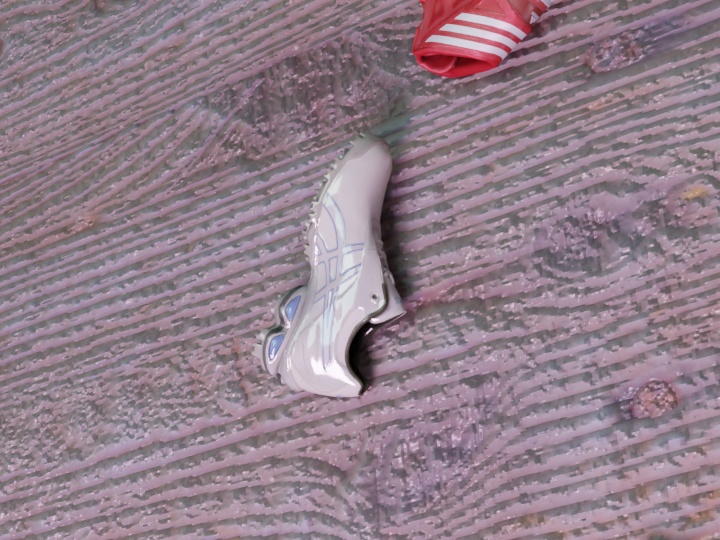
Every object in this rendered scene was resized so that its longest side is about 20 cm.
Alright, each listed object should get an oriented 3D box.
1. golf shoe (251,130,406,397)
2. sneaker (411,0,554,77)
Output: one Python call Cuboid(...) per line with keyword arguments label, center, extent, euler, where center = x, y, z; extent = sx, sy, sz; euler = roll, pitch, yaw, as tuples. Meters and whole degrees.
Cuboid(label="golf shoe", center=(0.000, 0.000, 1.268), extent=(0.097, 0.078, 0.201), euler=(19, 89, 23))
Cuboid(label="sneaker", center=(0.054, -0.225, 1.302), extent=(0.116, 0.078, 0.200), euler=(-51, 49, 7))
